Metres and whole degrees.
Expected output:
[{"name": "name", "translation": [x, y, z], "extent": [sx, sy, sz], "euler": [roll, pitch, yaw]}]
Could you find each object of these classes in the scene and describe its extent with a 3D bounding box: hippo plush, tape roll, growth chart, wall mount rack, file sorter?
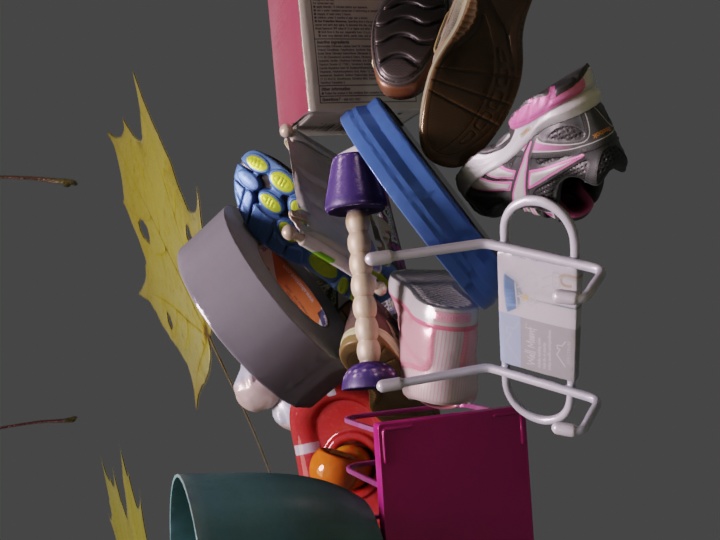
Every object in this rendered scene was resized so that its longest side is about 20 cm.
[{"name": "hippo plush", "translation": [-0.060, 0.072, 1.389], "extent": [0.162, 0.157, 0.201], "euler": [-53, 33, 25]}, {"name": "tape roll", "translation": [-0.087, 0.035, 1.145], "extent": [0.066, 0.200, 0.201], "euler": [-39, 42, 9]}, {"name": "growth chart", "translation": [-0.022, -0.060, 1.120], "extent": [0.018, 0.144, 0.202], "euler": [-41, 32, 24]}, {"name": "wall mount rack", "translation": [0.098, 0.043, 0.894], "extent": [0.171, 0.075, 0.203], "euler": [13, 124, 28]}, {"name": "file sorter", "translation": [0.064, 0.223, 1.045], "extent": [0.125, 0.136, 0.204], "euler": [178, 88, -70]}]

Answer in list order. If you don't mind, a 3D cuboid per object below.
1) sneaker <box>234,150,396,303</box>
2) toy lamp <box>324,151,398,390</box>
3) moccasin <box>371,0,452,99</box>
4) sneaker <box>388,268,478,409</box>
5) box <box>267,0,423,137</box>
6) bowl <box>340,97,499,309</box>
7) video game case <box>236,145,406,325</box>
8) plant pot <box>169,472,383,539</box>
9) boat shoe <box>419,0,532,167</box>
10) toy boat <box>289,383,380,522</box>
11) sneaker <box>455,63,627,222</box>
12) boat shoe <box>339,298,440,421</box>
[{"name": "sneaker", "translation": [-0.045, -0.042, 1.165], "extent": [0.071, 0.199, 0.083], "euler": [-47, 17, 17]}, {"name": "toy lamp", "translation": [0.000, 0.000, 1.019], "extent": [0.058, 0.057, 0.204], "euler": [156, 113, -67]}, {"name": "moccasin", "translation": [0.045, -0.214, 1.042], "extent": [0.203, 0.072, 0.079], "euler": [-87, -5, -46]}, {"name": "sneaker", "translation": [0.063, 0.061, 1.051], "extent": [0.200, 0.074, 0.107], "euler": [-107, 18, -78]}, {"name": "box", "translation": [-0.019, -0.244, 1.186], "extent": [0.109, 0.126, 0.204], "euler": [160, 105, -69]}, {"name": "bowl", "translation": [0.058, -0.059, 0.986], "extent": [0.201, 0.039, 0.201], "euler": [51, -172, -9]}, {"name": "video game case", "translation": [-0.040, -0.012, 1.274], "extent": [0.179, 0.036, 0.203], "euler": [-24, 65, 25]}, {"name": "plant pot", "translation": [-0.065, 0.263, 0.981], "extent": [0.200, 0.158, 0.205], "euler": [176, 90, -73]}, {"name": "boat shoe", "translation": [0.093, -0.177, 0.950], "extent": [0.065, 0.071, 0.204], "euler": [167, 119, -80]}, {"name": "toy boat", "translation": [-0.013, 0.198, 1.203], "extent": [0.131, 0.128, 0.204], "euler": [19, -122, -71]}, {"name": "sneaker", "translation": [0.136, -0.070, 0.894], "extent": [0.087, 0.080, 0.200], "euler": [59, 164, 7]}, {"name": "boat shoe", "translation": [0.035, 0.092, 1.129], "extent": [0.201, 0.072, 0.066], "euler": [63, -152, -54]}]
